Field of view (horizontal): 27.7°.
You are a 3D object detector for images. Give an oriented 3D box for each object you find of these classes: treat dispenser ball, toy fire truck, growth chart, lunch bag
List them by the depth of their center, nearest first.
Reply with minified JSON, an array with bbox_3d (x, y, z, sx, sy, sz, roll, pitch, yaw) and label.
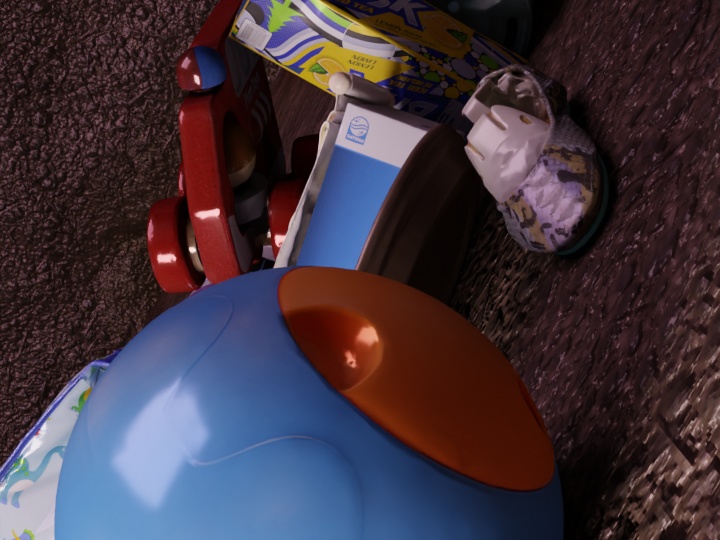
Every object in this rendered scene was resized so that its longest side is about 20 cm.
[{"bbox_3d":[-0.019,0.098,0.578,0.201,0.200,0.201,-58,12,20],"label":"treat dispenser ball"},{"bbox_3d":[-0.028,-0.032,0.922,0.145,0.018,0.201,33,-101,-77],"label":"growth chart"},{"bbox_3d":[-0.090,-0.086,1.015,0.200,0.111,0.169,-73,-28,-62],"label":"toy fire truck"},{"bbox_3d":[-0.179,0.143,1.046,0.170,0.127,0.201,-22,-46,-76],"label":"lunch bag"}]

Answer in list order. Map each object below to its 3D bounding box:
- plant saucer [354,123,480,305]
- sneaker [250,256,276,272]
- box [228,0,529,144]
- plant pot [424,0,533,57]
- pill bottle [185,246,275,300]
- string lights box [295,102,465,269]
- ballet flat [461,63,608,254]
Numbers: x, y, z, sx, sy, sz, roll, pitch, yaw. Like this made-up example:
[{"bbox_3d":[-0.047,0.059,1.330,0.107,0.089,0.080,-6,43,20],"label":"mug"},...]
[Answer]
[{"bbox_3d":[0.026,0.014,0.845,0.200,0.029,0.201,22,-90,-78],"label":"plant saucer"},{"bbox_3d":[-0.102,0.067,1.024,0.200,0.078,0.070,-56,-5,-42],"label":"sneaker"},{"bbox_3d":[0.015,-0.151,1.001,0.064,0.199,0.070,-51,16,39],"label":"box"},{"bbox_3d":[0.053,-0.237,1.109,0.201,0.199,0.197,-54,22,36],"label":"plant pot"},{"bbox_3d":[-0.093,0.049,1.218,0.112,0.111,0.200,-55,0,34],"label":"pill bottle"},{"bbox_3d":[0.000,0.000,0.915,0.103,0.059,0.201,-17,-53,-74],"label":"string lights box"},{"bbox_3d":[0.088,-0.069,0.820,0.072,0.072,0.201,-58,12,20],"label":"ballet flat"}]
